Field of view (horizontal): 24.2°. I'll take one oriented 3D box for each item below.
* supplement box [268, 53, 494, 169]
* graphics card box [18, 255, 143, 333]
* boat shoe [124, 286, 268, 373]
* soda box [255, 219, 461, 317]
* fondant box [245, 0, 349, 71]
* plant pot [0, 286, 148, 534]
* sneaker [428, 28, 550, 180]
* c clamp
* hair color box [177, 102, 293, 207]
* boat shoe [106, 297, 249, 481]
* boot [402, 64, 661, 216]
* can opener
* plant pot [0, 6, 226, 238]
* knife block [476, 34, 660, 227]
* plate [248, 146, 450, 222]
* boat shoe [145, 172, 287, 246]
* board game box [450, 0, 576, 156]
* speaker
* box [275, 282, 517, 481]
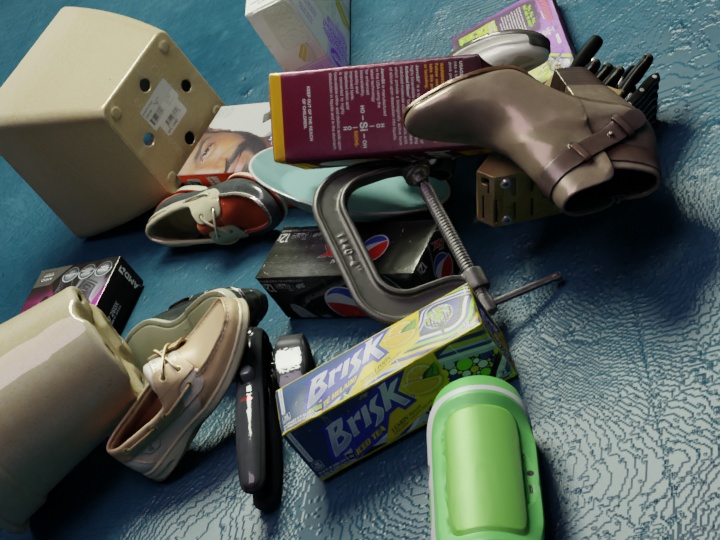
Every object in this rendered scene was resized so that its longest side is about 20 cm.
[{"bbox_3d":[0.026,-0.146,1.571,0.200,0.086,0.110,-4,-1,13],"label":"supplement box"},{"bbox_3d":[-0.325,0.079,1.811,0.125,0.051,0.200,-9,43,35],"label":"graphics card box"},{"bbox_3d":[-0.162,0.061,1.668,0.066,0.075,0.199,-22,-10,-45],"label":"boat shoe"},{"bbox_3d":[0.000,0.000,1.598,0.200,0.063,0.071,-2,49,41],"label":"soda box"},{"bbox_3d":[-0.069,-0.306,1.941,0.058,0.144,0.200,-22,37,19],"label":"fondant box"},{"bbox_3d":[-0.311,0.120,1.622,0.183,0.200,0.200,-35,34,0],"label":"plant pot"},{"bbox_3d":[0.106,-0.152,1.647,0.200,0.076,0.115,-22,66,27],"label":"sneaker"},{"bbox_3d":[0.056,-0.029,1.510,0.171,0.027,0.200,-26,63,-12],"label":"c clamp"},{"bbox_3d":[-0.091,-0.127,1.827,0.200,0.064,0.111,-2,49,42],"label":"hair color box"},{"bbox_3d":[-0.171,0.106,1.559,0.200,0.069,0.074,-60,26,15],"label":"boat shoe"},{"bbox_3d":[0.151,-0.105,1.421,0.200,0.070,0.146,-15,51,-8],"label":"boot"},{"bbox_3d":[-0.091,0.128,1.532,0.079,0.063,0.200,-22,37,22],"label":"can opener"},{"bbox_3d":[-0.274,-0.173,1.919,0.177,0.200,0.200,0,49,44],"label":"plant pot"},{"bbox_3d":[0.183,-0.136,1.536,0.200,0.064,0.176,-12,47,-6],"label":"knife block"},{"bbox_3d":[-0.011,-0.083,1.652,0.200,0.026,0.200,6,22,-3],"label":"plate"},{"bbox_3d":[-0.155,-0.058,1.792,0.200,0.071,0.063,-1,33,49],"label":"boat shoe"},{"bbox_3d":[0.162,-0.206,1.722,0.120,0.032,0.200,-31,36,18],"label":"board game box"},{"bbox_3d":[0.096,0.175,1.293,0.088,0.088,0.200,-24,37,19],"label":"speaker"},{"bbox_3d":[0.028,0.097,1.454,0.200,0.070,0.064,-30,33,11],"label":"box"}]
